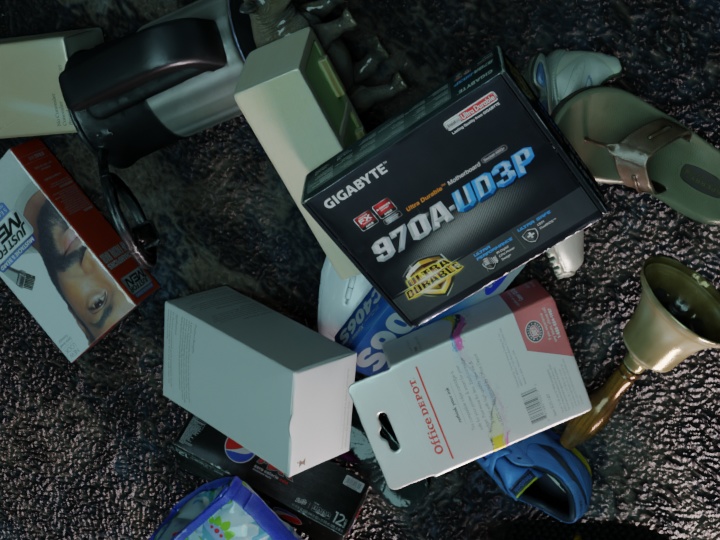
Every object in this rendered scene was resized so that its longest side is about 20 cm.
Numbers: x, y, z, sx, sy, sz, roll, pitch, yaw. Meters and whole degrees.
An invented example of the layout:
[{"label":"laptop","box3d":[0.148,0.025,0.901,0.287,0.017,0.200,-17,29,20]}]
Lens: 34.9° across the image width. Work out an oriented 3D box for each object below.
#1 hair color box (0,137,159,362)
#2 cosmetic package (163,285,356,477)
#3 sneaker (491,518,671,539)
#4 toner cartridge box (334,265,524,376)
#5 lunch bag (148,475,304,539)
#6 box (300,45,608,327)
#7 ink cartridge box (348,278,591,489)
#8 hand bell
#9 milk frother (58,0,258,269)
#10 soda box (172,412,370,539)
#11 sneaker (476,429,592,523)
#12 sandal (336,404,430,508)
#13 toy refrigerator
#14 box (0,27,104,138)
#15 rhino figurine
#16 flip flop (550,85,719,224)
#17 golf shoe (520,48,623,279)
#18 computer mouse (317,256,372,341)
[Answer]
[{"label":"hair color box","box3d":[-0.316,-0.021,1.183,0.111,0.064,0.201,-38,95,23]},{"label":"cosmetic package","box3d":[-0.102,0.101,1.098,0.198,0.084,0.109,24,117,39]},{"label":"sneaker","box3d":[0.227,0.301,1.123,0.197,0.070,0.091,3,120,18]},{"label":"toner cartridge box","box3d":[0.069,0.020,1.064,0.094,0.043,0.201,22,118,-29]},{"label":"lunch bag","box3d":[-0.119,0.303,1.163,0.170,0.128,0.200,44,134,-9]},{"label":"box","box3d":[0.076,-0.061,0.929,0.198,0.046,0.159,-31,119,22]},{"label":"ink cartridge box","box3d":[0.095,0.104,1.039,0.197,0.068,0.118,-22,105,0]},{"label":"hand bell","box3d":[0.241,0.093,1.044,0.104,0.104,0.201,36,124,3]},{"label":"milk frother","box3d":[-0.157,-0.130,1.037,0.186,0.181,0.202,-18,106,23]},{"label":"soda box","box3d":[-0.092,0.207,1.173,0.198,0.064,0.071,27,154,7]},{"label":"sneaker","box3d":[0.137,0.167,1.097,0.199,0.078,0.066,36,116,5]},{"label":"sandal","box3d":[-0.010,0.164,1.155,0.200,0.048,0.075,42,115,0]},{"label":"toy refrigerator","box3d":[-0.027,-0.098,0.984,0.069,0.076,0.201,-18,122,20]},{"label":"box","box3d":[-0.351,-0.181,1.132,0.197,0.078,0.097,-4,106,18]},{"label":"rhino figurine","box3d":[-0.045,-0.206,0.997,0.087,0.060,0.200,-34,130,13]},{"label":"flip flop","box3d":[0.245,-0.092,0.953,0.198,0.058,0.082,24,98,-15]},{"label":"golf shoe","box3d":[0.194,-0.091,0.998,0.095,0.078,0.203,-4,107,12]},{"label":"computer mouse","box3d":[0.000,0.000,1.102,0.108,0.044,0.203,15,111,11]}]
